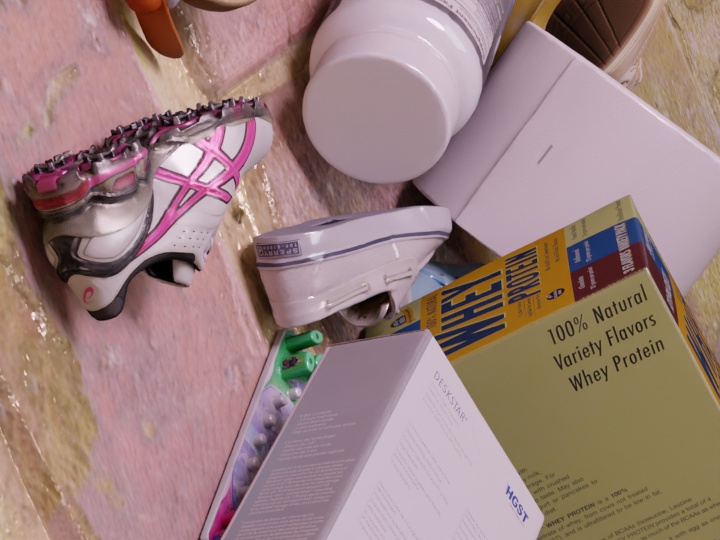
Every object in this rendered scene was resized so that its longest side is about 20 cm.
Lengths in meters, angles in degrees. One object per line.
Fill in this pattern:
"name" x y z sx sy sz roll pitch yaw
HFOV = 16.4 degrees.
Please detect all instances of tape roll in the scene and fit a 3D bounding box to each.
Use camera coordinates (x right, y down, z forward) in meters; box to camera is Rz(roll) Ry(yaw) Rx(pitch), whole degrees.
"tape roll" 0.156 -0.059 1.714 0.203 0.139 0.203 36 6 -5

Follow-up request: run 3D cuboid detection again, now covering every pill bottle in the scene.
"pill bottle" 0.031 -0.150 1.642 0.114 0.114 0.200 60 29 -25

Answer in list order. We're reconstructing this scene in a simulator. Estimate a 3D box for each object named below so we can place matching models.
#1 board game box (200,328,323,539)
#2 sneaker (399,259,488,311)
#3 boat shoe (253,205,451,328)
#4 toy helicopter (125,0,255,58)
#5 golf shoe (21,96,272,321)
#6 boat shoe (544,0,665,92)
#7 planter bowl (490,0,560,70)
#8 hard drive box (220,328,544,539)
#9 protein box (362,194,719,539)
"board game box" -0.013 0.164 1.478 0.200 0.026 0.200 59 29 -27
"sneaker" 0.084 0.020 1.695 0.200 0.082 0.074 -4 77 -64
"boat shoe" 0.000 0.000 1.563 0.200 0.071 0.070 -16 100 -63
"toy helicopter" -0.129 -0.209 1.435 0.200 0.079 0.132 27 70 -38
"golf shoe" -0.109 -0.038 1.367 0.200 0.073 0.092 -33 110 -53
"boat shoe" 0.173 -0.153 1.849 0.065 0.200 0.072 -2 50 -37
"planter bowl" 0.106 -0.214 1.834 0.083 0.200 0.200 32 29 5
"hard drive box" 0.011 0.158 1.392 0.156 0.077 0.200 58 41 -27
"protein box" 0.130 0.098 1.563 0.200 0.198 0.135 60 11 -18
